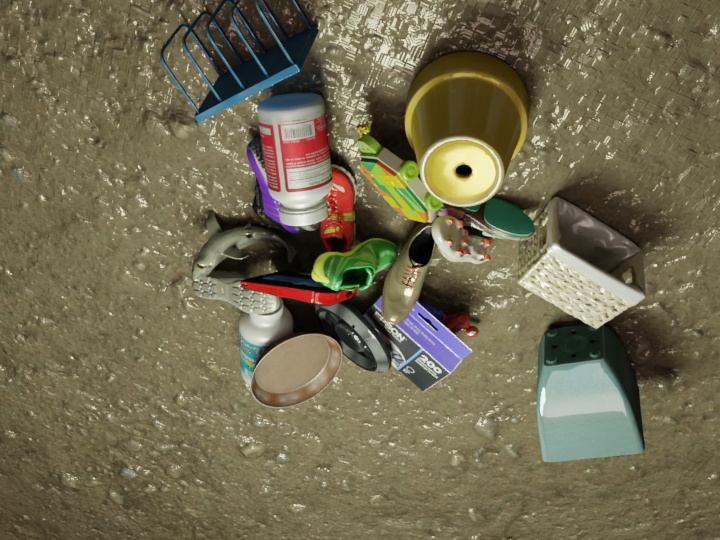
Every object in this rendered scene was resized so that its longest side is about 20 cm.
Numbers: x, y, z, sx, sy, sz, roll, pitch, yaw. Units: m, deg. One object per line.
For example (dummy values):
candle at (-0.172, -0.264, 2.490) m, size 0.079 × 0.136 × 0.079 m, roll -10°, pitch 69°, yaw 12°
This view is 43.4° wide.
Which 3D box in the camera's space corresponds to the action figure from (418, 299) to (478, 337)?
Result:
action figure at (0.135, 0.109, 1.751) m, size 0.197 × 0.100 × 0.065 m, roll 19°, pitch 154°, yaw -9°

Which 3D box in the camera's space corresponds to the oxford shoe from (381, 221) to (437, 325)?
oxford shoe at (0.085, 0.003, 1.617) m, size 0.069 × 0.075 × 0.203 m, roll 19°, pitch 95°, yaw 1°

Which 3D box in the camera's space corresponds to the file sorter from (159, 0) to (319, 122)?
file sorter at (-0.188, -0.347, 1.391) m, size 0.198 × 0.140 × 0.123 m, roll -21°, pitch 121°, yaw 26°

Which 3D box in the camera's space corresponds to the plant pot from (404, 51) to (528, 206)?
plant pot at (0.163, -0.206, 1.411) m, size 0.197 × 0.190 × 0.203 m, roll 5°, pitch 133°, yaw 6°

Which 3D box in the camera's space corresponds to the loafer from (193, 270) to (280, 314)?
loafer at (-0.232, 0.035, 1.745) m, size 0.198 × 0.070 × 0.071 m, roll 16°, pitch 110°, yaw 28°

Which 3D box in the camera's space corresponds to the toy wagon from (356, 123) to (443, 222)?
toy wagon at (0.050, -0.160, 1.509) m, size 0.200 × 0.040 × 0.155 m, roll 47°, pitch 167°, yaw -26°

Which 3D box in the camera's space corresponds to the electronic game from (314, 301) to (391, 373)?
electronic game at (-0.015, 0.123, 1.768) m, size 0.199 × 0.042 × 0.201 m, roll 39°, pitch 157°, yaw 20°

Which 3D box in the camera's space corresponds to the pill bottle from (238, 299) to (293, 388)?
pill bottle at (-0.190, 0.139, 1.829) m, size 0.109 × 0.112 × 0.202 m, roll 8°, pitch 131°, yaw 4°

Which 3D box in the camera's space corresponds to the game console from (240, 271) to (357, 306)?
game console at (-0.106, 0.027, 1.665) m, size 0.174 × 0.200 × 0.032 m, roll 12°, pitch 97°, yaw 14°

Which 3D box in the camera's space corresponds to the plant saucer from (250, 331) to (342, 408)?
plant saucer at (-0.132, 0.192, 1.807) m, size 0.198 × 0.035 × 0.202 m, roll -18°, pitch 137°, yaw -18°

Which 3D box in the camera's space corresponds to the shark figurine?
shark figurine at (-0.215, -0.045, 1.714) m, size 0.211 × 0.130 × 0.090 m, roll -8°, pitch 158°, yaw -6°

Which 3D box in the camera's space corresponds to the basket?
basket at (0.380, -0.008, 1.579) m, size 0.198 × 0.137 × 0.124 m, roll 28°, pitch 132°, yaw -13°

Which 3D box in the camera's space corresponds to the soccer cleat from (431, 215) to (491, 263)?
soccer cleat at (0.161, -0.046, 1.578) m, size 0.077 × 0.071 × 0.199 m, roll -2°, pitch 168°, yaw 30°

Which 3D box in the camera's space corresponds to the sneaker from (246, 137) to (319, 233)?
sneaker at (-0.162, -0.138, 1.611) m, size 0.098 × 0.070 × 0.201 m, roll -13°, pitch 125°, yaw 31°

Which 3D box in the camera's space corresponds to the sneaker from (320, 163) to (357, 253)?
sneaker at (-0.042, -0.097, 1.612) m, size 0.076 × 0.086 × 0.202 m, roll -2°, pitch 131°, yaw 10°

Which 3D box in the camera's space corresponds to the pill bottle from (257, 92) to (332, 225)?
pill bottle at (-0.105, -0.183, 1.499) m, size 0.110 × 0.113 × 0.203 m, roll -1°, pitch 113°, yaw 11°

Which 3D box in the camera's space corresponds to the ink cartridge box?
ink cartridge box at (0.094, 0.133, 1.736) m, size 0.198 × 0.043 × 0.200 m, roll 41°, pitch 150°, yaw 1°

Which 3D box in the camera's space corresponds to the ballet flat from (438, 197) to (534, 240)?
ballet flat at (0.207, -0.097, 1.588) m, size 0.197 × 0.070 × 0.071 m, roll 21°, pitch 150°, yaw -3°

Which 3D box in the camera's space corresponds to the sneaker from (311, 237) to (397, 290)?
sneaker at (0.000, 0.000, 1.618) m, size 0.083 × 0.198 × 0.075 m, roll 40°, pitch 129°, yaw 29°

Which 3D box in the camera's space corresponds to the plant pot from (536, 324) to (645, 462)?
plant pot at (0.428, 0.218, 1.736) m, size 0.193 × 0.197 × 0.202 m, roll -9°, pitch 120°, yaw 18°
